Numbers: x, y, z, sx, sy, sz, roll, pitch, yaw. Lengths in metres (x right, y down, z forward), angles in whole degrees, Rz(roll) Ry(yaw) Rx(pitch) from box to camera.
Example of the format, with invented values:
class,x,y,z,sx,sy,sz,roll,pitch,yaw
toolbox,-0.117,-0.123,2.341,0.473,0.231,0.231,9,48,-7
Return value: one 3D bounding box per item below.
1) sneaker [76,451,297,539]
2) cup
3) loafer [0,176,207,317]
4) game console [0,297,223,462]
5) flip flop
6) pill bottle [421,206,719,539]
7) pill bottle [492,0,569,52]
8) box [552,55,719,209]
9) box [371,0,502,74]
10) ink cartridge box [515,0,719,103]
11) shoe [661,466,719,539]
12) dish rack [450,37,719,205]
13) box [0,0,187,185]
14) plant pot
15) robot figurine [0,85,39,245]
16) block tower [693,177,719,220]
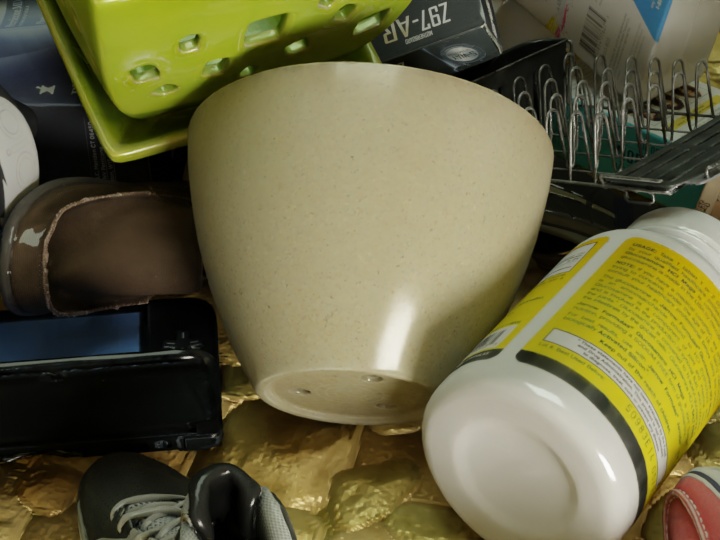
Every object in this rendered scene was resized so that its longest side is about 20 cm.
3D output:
class,x,y,z,sx,sy,sz,roll,pitch,yaw
sneaker,-0.071,0.116,0.660,0.075,0.116,0.200,-22,42,-27
cup,0.000,0.000,0.779,0.200,0.200,0.143,3,68,4
loafer,-0.121,-0.018,0.827,0.071,0.073,0.200,9,16,29
game console,-0.175,0.039,0.766,0.200,0.117,0.176,-3,36,-5
flip flop,0.140,-0.020,0.904,0.200,0.058,0.081,20,32,2
pill bottle,0.128,0.050,0.752,0.112,0.113,0.200,22,42,28
pill bottle,0.085,-0.224,1.128,0.111,0.111,0.200,-14,38,-18
box,0.208,-0.089,0.982,0.082,0.049,0.200,-31,46,-35
box,-0.025,-0.179,0.925,0.200,0.044,0.160,-18,67,15
ink cartridge box,0.152,-0.219,0.972,0.068,0.115,0.200,-24,57,-28
shoe,0.142,0.164,0.629,0.091,0.072,0.200,0,40,-9
dish rack,0.142,-0.091,0.871,0.200,0.055,0.153,11,30,41
box,-0.220,-0.108,0.965,0.198,0.123,0.200,-1,36,2
plant pot,-0.086,-0.184,0.804,0.199,0.182,0.200,-19,64,-18
robot figurine,-0.249,-0.045,0.766,0.125,0.150,0.200,-12,18,21
block tower,0.293,-0.008,0.845,0.200,0.058,0.054,25,32,14
